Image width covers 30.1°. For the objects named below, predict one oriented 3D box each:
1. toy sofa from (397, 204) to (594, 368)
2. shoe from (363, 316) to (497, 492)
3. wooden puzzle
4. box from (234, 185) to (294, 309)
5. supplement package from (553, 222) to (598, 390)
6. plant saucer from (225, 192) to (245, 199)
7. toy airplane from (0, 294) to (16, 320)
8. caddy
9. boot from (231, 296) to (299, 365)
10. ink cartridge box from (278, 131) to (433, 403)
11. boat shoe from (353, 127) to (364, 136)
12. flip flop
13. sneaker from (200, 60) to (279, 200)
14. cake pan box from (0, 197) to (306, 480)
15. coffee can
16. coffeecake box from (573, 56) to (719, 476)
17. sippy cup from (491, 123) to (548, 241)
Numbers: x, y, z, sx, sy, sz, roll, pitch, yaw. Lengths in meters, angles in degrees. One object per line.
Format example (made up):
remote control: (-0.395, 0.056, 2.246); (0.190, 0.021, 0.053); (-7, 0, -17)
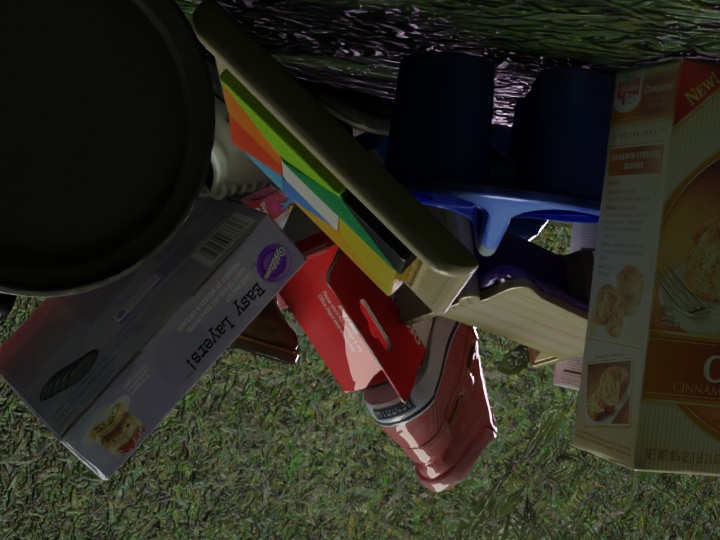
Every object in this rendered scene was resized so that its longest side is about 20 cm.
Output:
toy sofa: (0.115, 0.005, 0.965); (0.097, 0.084, 0.199); (-21, 155, 33)
shoe: (0.060, 0.072, 1.004); (0.071, 0.091, 0.201); (-19, -153, 26)
wooden puzzle: (-0.017, -0.048, 0.724); (0.185, 0.037, 0.200); (45, 177, 5)
box: (-0.073, -0.053, 1.133); (0.094, 0.103, 0.200); (-22, -158, -14)
supplement package: (0.239, 0.002, 1.059); (0.109, 0.202, 0.113); (6, -178, -36)
plant saucer: (-0.129, -0.095, 1.092); (0.198, 0.036, 0.200); (-16, -159, 6)
toy airplane: (-0.283, -0.068, 0.947); (0.140, 0.202, 0.199); (3, -154, 43)
caddy: (0.081, -0.061, 0.786); (0.140, 0.106, 0.200); (8, -179, 2)
boot: (-0.090, 0.008, 0.955); (0.073, 0.076, 0.200); (24, -174, -31)
ink cartridge box: (0.000, 0.000, 0.952); (0.067, 0.117, 0.201); (-20, -153, 26)
boat shoe: (0.038, -0.094, 1.230); (0.198, 0.067, 0.074); (7, -179, 17)
flip flop: (-0.037, -0.104, 0.967); (0.081, 0.058, 0.199); (6, -179, -39)
sneaker: (-0.090, -0.078, 0.870); (0.073, 0.071, 0.199); (4, 163, 40)
cake pan box: (-0.148, 0.026, 0.901); (0.052, 0.200, 0.184); (49, 165, -31)
coffee can: (-0.170, -0.069, 0.625); (0.145, 0.148, 0.200); (6, -179, -27)
coffeecake box: (0.204, 0.003, 0.697); (0.152, 0.202, 0.073); (6, 180, -17)
sippy cup: (0.093, -0.061, 1.101); (0.177, 0.140, 0.130); (-39, -173, -21)
